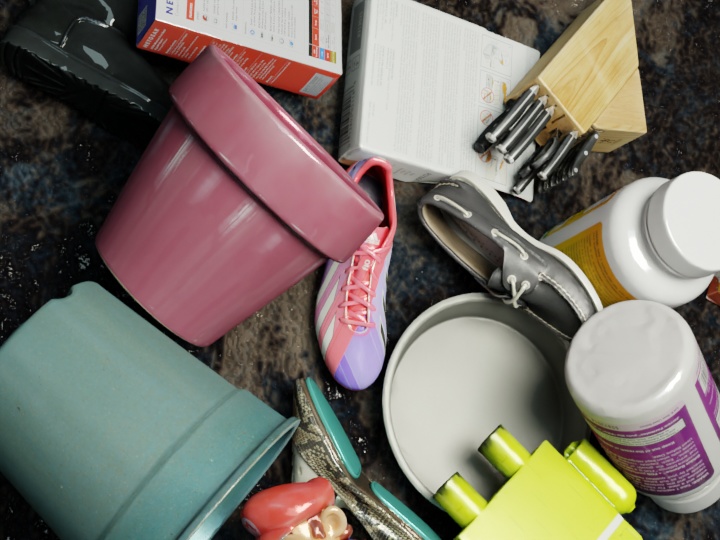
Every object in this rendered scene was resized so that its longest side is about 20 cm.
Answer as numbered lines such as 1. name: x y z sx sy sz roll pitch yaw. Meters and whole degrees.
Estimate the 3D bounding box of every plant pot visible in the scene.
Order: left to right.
1. plant pot: -0.182 0.127 0.897 0.195 0.201 0.201 40 69 5
2. plant pot: -0.108 -0.048 0.951 0.200 0.200 0.179 45 96 -1

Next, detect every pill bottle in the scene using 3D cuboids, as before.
1. pill bottle: 0.240 -0.014 1.033 0.109 0.200 0.113 6 73 -20
2. pill bottle: 0.254 0.125 1.012 0.113 0.111 0.201 -56 136 -20

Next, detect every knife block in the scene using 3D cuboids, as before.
1. knife block: 0.180 -0.173 1.118 0.173 0.064 0.204 3 76 -27

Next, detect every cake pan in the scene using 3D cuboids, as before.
1. cake pan: 0.109 0.123 1.053 0.196 0.037 0.204 4 75 -15

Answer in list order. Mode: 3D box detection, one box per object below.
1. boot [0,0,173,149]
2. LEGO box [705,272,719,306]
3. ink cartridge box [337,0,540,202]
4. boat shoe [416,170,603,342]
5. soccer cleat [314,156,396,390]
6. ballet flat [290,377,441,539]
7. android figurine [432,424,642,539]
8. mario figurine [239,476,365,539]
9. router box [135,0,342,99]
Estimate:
1. boot: -0.204 -0.211 1.035 0.196 0.073 0.164 29 65 -9
2. LEGO box: 0.423 -0.045 1.097 0.076 0.200 0.151 26 70 -8
3. ink cartridge box: 0.077 -0.160 1.123 0.197 0.050 0.165 15 71 -30
4. boat shoe: 0.130 -0.005 1.038 0.060 0.074 0.201 -30 72 -35
5. soccer cleat: 0.000 0.000 1.032 0.065 0.076 0.204 8 74 -13
6. ballet flat: -0.012 0.188 0.994 0.075 0.068 0.201 -39 90 5
7. android figurine: 0.158 0.228 0.978 0.181 0.041 0.200 -38 77 -27
8. mario figurine: -0.021 0.255 0.934 0.200 0.106 0.124 43 101 -7
9. router box: -0.103 -0.272 1.049 0.177 0.049 0.204 12 65 -28
